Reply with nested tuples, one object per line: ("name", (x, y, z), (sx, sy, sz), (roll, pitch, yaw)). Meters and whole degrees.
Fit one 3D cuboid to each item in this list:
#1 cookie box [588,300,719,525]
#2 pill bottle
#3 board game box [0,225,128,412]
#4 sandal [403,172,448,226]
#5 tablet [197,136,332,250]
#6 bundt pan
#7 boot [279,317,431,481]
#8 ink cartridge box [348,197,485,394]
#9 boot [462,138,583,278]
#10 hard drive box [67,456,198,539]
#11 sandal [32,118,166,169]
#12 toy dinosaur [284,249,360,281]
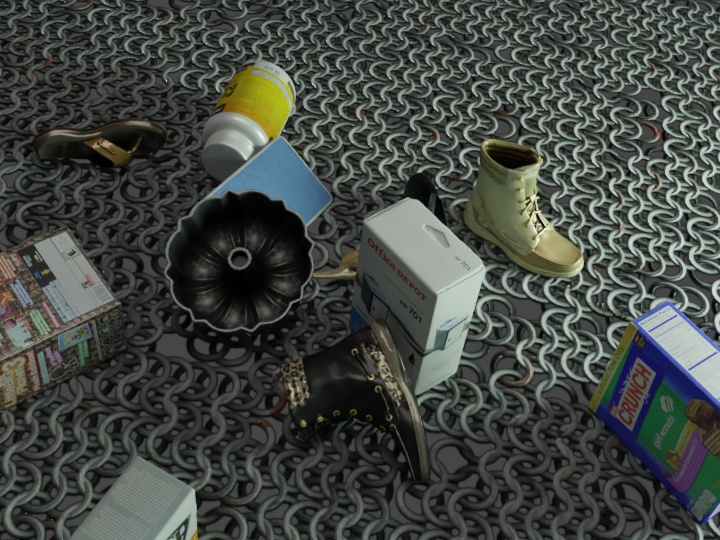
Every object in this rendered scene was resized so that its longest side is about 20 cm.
("cookie box", (0.387, 0.170, 1.128), (0.075, 0.173, 0.200), (-21, 53, -28))
("pill bottle", (-0.177, -0.228, 1.458), (0.108, 0.110, 0.201), (13, 48, 6))
("board game box", (-0.419, 0.062, 1.178), (0.198, 0.098, 0.160), (-26, 56, -27))
("sandal", (0.106, -0.059, 1.365), (0.076, 0.043, 0.202), (29, 43, -39))
("tablet", (-0.136, -0.098, 1.371), (0.130, 0.014, 0.200), (49, 54, -8))
("bundt pan", (-0.157, -0.001, 1.253), (0.199, 0.076, 0.205), (0, 68, 0))
("boot", (-0.005, 0.174, 1.139), (0.149, 0.073, 0.203), (-18, 79, -1))
("ink cartridge box", (0.065, 0.035, 1.189), (0.085, 0.201, 0.146), (-27, 55, -27))
("boot", (0.244, -0.090, 1.351), (0.199, 0.157, 0.073), (35, 53, 23))
("hard drive box", (-0.249, 0.314, 0.933), (0.076, 0.157, 0.201), (25, 51, 15))
("sandal", (-0.392, -0.184, 1.419), (0.197, 0.082, 0.055), (-5, 65, -13))
("toy dinosaur", (0.000, 0.000, 1.325), (0.198, 0.059, 0.101), (-21, 38, -25))
